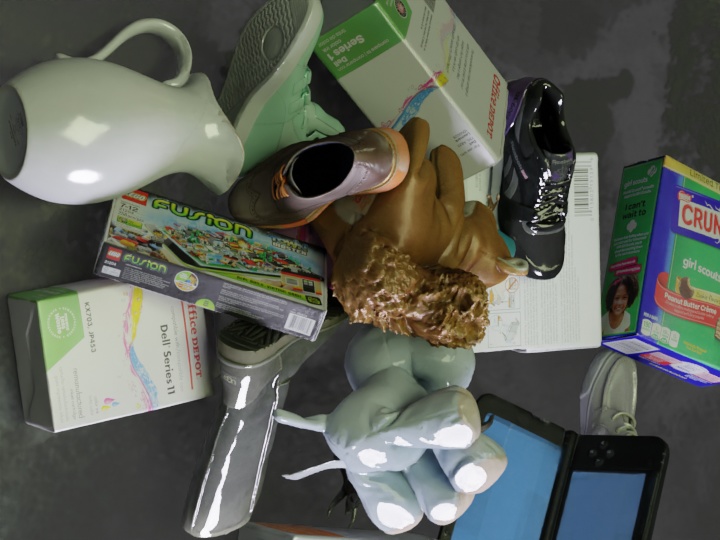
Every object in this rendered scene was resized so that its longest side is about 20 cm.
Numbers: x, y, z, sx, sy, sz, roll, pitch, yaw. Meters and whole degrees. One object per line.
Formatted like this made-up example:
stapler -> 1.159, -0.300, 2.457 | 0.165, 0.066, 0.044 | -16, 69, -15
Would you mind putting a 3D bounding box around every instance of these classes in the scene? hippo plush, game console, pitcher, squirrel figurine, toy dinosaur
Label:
hippo plush -> 0.033, 0.131, 1.659 | 0.198, 0.162, 0.160 | -2, 129, 5
game console -> 0.191, 0.233, 1.809 | 0.116, 0.175, 0.202 | 44, 54, -43
pitcher -> -0.217, -0.141, 1.569 | 0.198, 0.121, 0.173 | -4, 63, -35
squirrel figurine -> 0.059, -0.010, 1.641 | 0.186, 0.141, 0.202 | 32, 46, -38
toy dinosaur -> 0.043, 0.161, 1.772 | 0.199, 0.103, 0.077 | -22, 64, -44

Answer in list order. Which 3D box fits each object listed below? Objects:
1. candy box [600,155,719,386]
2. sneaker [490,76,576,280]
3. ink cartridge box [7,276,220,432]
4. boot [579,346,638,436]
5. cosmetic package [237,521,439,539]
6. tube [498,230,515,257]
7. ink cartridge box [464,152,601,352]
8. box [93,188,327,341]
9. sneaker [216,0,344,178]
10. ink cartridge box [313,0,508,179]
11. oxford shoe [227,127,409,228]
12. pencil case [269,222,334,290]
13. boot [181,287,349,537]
candy box -> 0.345, 0.003, 1.954 | 0.168, 0.077, 0.202 | 22, 70, -32
sneaker -> 0.174, -0.088, 1.795 | 0.075, 0.087, 0.202 | -12, 97, -24
ink cartridge box -> -0.199, 0.062, 1.604 | 0.199, 0.067, 0.118 | -12, 99, -34
boot -> 0.277, 0.179, 1.914 | 0.073, 0.095, 0.202 | 15, 82, -33
cosmetic package -> -0.010, 0.282, 1.721 | 0.199, 0.101, 0.072 | 10, 85, -35
tube -> 0.062, -0.061, 1.760 | 0.199, 0.077, 0.051 | 35, 78, -24
ink cartridge box -> 0.162, -0.017, 1.863 | 0.172, 0.043, 0.202 | -2, 93, -23
box -> -0.127, -0.008, 1.588 | 0.198, 0.110, 0.035 | 17, 118, -11
sneaker -> -0.056, -0.165, 1.648 | 0.117, 0.074, 0.201 | 5, 132, -35
ink cartridge box -> 0.049, -0.192, 1.717 | 0.200, 0.084, 0.145 | 50, 28, -25
oxford shoe -> -0.054, -0.082, 1.587 | 0.073, 0.199, 0.072 | -4, 78, -50
pencil case -> 0.000, 0.000, 1.732 | 0.199, 0.087, 0.088 | 17, 82, -32
boot -> -0.084, 0.126, 1.648 | 0.181, 0.072, 0.202 | -25, 130, -45
